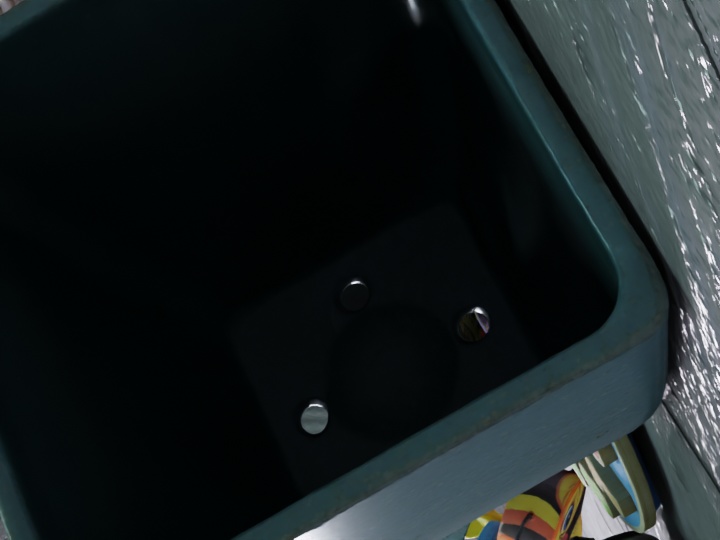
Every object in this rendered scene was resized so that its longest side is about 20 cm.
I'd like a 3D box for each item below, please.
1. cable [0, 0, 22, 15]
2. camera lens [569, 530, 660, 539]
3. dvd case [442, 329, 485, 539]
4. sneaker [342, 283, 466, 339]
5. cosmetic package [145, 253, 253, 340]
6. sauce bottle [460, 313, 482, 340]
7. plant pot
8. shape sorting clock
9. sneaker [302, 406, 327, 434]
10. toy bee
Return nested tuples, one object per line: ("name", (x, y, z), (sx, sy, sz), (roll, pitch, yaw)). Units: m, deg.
("cable", (-0.168, -0.048, 0.700), (0.200, 0.069, 0.202), (-92, -3, -72))
("camera lens", (0.114, 0.237, 0.851), (0.201, 0.159, 0.160), (63, 180, 17))
("dvd case", (0.059, 0.085, 1.029), (0.022, 0.147, 0.200), (21, -177, -4))
("sneaker", (0.000, 0.000, 0.851), (0.201, 0.076, 0.114), (64, 173, -25))
("cosmetic package", (-0.072, -0.031, 0.757), (0.073, 0.202, 0.103), (14, -174, -37))
("sauce bottle", (0.035, 0.042, 0.987), (0.201, 0.064, 0.065), (-81, -32, -54))
("plant pot", (-0.014, 0.012, 0.607), (0.197, 0.195, 0.200), (62, -175, 24))
("shape sorting clock", (0.076, 0.031, 0.821), (0.201, 0.039, 0.200), (63, -179, -1))
("sneaker", (-0.067, 0.037, 0.881), (0.201, 0.072, 0.114), (59, 172, 14))
("toy bee", (0.115, 0.156, 1.068), (0.130, 0.109, 0.200), (26, 168, -1))
